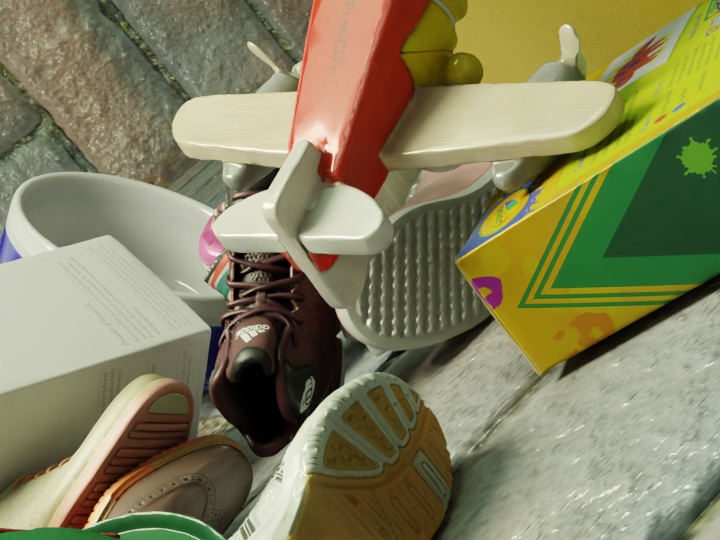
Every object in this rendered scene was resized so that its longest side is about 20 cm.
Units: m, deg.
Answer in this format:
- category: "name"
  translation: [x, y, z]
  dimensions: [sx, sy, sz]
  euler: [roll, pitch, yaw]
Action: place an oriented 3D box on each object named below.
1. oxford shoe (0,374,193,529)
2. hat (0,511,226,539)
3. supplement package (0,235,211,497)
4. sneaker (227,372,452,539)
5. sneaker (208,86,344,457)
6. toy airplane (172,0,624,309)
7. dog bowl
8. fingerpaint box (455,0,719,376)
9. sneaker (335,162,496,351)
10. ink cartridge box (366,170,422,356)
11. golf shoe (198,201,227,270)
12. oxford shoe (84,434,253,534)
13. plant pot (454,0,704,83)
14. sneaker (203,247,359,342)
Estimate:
- category: "oxford shoe"
  translation: [-0.163, 0.126, 0.932]
  dimensions: [0.200, 0.074, 0.071]
  euler: [-54, -33, 14]
- category: "hat"
  translation: [-0.174, 0.125, 0.719]
  dimensions: [0.199, 0.176, 0.166]
  euler: [-28, 35, 8]
- category: "supplement package"
  translation: [-0.205, 0.075, 1.010]
  dimensions: [0.199, 0.117, 0.117]
  euler: [-17, -48, -37]
- category: "sneaker"
  translation: [-0.031, 0.115, 0.707]
  dimensions: [0.088, 0.076, 0.200]
  euler: [-30, 13, 37]
- category: "sneaker"
  translation: [-0.044, 0.006, 0.925]
  dimensions: [0.075, 0.201, 0.116]
  euler: [-1, 14, 12]
- category: "toy airplane"
  translation: [0.013, -0.074, 0.841]
  dimensions: [0.199, 0.141, 0.200]
  euler: [-43, 53, 14]
- category: "dog bowl"
  translation: [-0.166, 0.006, 1.265]
  dimensions: [0.200, 0.199, 0.079]
  euler: [-69, -1, -70]
- category: "fingerpaint box"
  translation: [0.150, -0.057, 0.825]
  dimensions: [0.167, 0.073, 0.200]
  euler: [-32, 12, 28]
- category: "sneaker"
  translation: [0.048, -0.015, 0.993]
  dimensions: [0.200, 0.076, 0.105]
  euler: [-38, 11, -29]
- category: "ink cartridge box"
  translation: [0.009, -0.061, 1.079]
  dimensions: [0.057, 0.163, 0.200]
  euler: [-31, 11, 25]
- category: "golf shoe"
  translation: [-0.041, -0.022, 1.243]
  dimensions: [0.075, 0.092, 0.200]
  euler: [23, 32, 30]
- category: "oxford shoe"
  translation: [-0.109, 0.159, 0.862]
  dimensions: [0.073, 0.071, 0.200]
  euler: [7, 42, 42]
- category: "plant pot"
  translation: [0.117, -0.167, 1.097]
  dimensions: [0.176, 0.200, 0.200]
  euler: [-40, 9, 19]
- category: "sneaker"
  translation: [0.000, 0.000, 1.111]
  dimensions: [0.199, 0.094, 0.070]
  euler: [-22, -22, -37]
